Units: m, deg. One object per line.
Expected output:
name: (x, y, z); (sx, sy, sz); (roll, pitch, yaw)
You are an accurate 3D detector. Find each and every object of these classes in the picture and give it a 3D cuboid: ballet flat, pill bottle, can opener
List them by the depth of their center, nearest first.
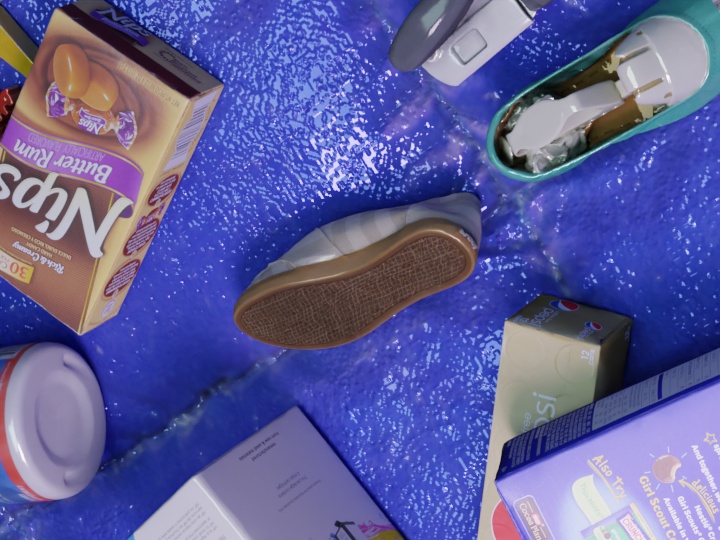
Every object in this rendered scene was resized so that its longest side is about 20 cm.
ballet flat: (0.155, -0.107, 1.318); (0.199, 0.070, 0.068); (-31, 90, 30)
can opener: (0.098, -0.181, 1.326); (0.200, 0.067, 0.053); (-39, 87, 30)
pill bottle: (-0.292, 0.116, 1.588); (0.199, 0.112, 0.113); (-9, 101, 29)

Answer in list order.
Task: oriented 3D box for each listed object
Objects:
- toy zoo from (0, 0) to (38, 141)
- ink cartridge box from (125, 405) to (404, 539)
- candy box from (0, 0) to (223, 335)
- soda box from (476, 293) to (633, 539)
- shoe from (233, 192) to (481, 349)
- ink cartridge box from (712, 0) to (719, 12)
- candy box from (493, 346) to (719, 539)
toy zoo: (-0.293, -0.122, 1.569); (0.131, 0.020, 0.201); (38, 119, 12)
ink cartridge box: (-0.055, 0.228, 1.481); (0.147, 0.144, 0.200); (-42, 84, 30)
candy box: (-0.187, -0.071, 1.511); (0.116, 0.056, 0.201); (34, 119, 13)
soda box: (0.121, 0.123, 1.408); (0.067, 0.064, 0.202); (14, 112, 22)
shoe: (0.000, 0.000, 1.445); (0.199, 0.054, 0.070); (-21, 127, 34)
ink cartridge box: (0.234, -0.196, 1.208); (0.084, 0.145, 0.201); (-35, 88, 31)
candy box: (0.206, 0.146, 1.323); (0.199, 0.077, 0.170); (-24, 102, 15)
